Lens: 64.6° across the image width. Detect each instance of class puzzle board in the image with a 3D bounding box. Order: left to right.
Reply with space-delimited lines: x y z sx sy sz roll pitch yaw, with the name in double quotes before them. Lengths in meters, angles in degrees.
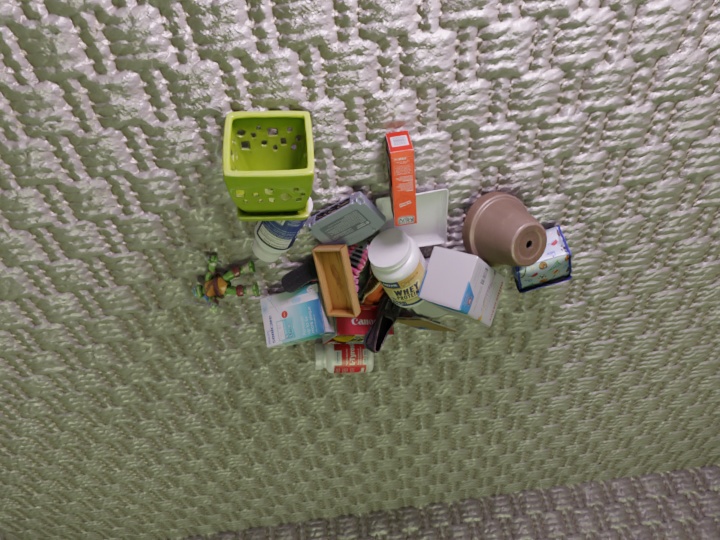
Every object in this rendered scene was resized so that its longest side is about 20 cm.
"puzzle board" 0.195 0.169 1.832 0.148 0.018 0.198 19 169 -27

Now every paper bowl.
"paper bowl" 0.219 0.064 1.735 0.194 0.106 0.204 -4 136 -4

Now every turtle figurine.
"turtle figurine" -0.390 0.035 1.585 0.188 0.147 0.202 -12 142 -1

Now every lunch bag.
"lunch bag" 0.533 -0.014 1.690 0.166 0.127 0.201 -17 151 11

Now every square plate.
"square plate" 0.142 -0.139 1.561 0.192 0.029 0.203 -7 137 0

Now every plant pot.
"plant pot" -0.204 -0.226 1.298 0.193 0.204 0.183 -2 146 -6
"plant pot" 0.391 -0.089 1.489 0.195 0.174 0.206 -8 112 -20

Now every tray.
"tray" -0.066 0.030 1.586 0.096 0.037 0.205 1 113 30

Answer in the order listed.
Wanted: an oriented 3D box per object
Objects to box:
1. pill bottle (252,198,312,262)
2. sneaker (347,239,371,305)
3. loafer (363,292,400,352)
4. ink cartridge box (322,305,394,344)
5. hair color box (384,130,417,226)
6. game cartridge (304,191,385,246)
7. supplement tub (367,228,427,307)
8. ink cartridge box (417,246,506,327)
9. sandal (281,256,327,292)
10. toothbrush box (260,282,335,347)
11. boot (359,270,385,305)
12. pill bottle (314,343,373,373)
"pill bottle" -0.208 -0.118 1.470 0.108 0.113 0.201 16 133 -24
"sneaker" 0.000 0.000 1.635 0.094 0.078 0.205 -11 126 -48
"loafer" 0.078 0.152 1.698 0.071 0.063 0.204 26 91 -30
"ink cartridge box" -0.002 0.170 1.766 0.195 0.086 0.175 2 160 -24
"hair color box" 0.100 -0.223 1.391 0.059 0.103 0.204 -8 128 1
"game cartridge" -0.036 -0.126 1.523 0.197 0.041 0.133 -23 132 31
"supplement tub" 0.111 -0.006 1.573 0.141 0.147 0.201 -21 139 14
"ink cartridge box" 0.282 0.047 1.568 0.144 0.150 0.198 16 173 40
"sandal" -0.137 -0.001 1.643 0.196 0.077 0.045 -25 178 2
"toothbrush box" -0.187 0.135 1.692 0.195 0.151 0.085 -15 167 19
"boot" 0.049 0.057 1.732 0.104 0.077 0.201 10 143 -22
"pill bottle" -0.057 0.288 1.927 0.194 0.114 0.114 -1 138 -8
